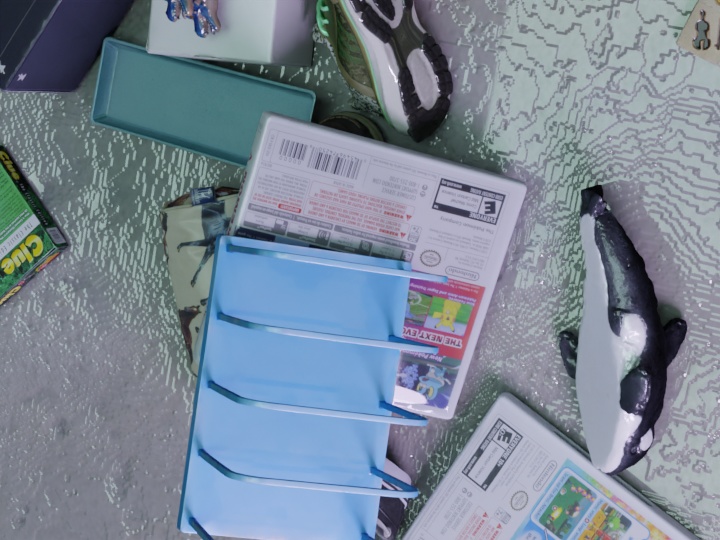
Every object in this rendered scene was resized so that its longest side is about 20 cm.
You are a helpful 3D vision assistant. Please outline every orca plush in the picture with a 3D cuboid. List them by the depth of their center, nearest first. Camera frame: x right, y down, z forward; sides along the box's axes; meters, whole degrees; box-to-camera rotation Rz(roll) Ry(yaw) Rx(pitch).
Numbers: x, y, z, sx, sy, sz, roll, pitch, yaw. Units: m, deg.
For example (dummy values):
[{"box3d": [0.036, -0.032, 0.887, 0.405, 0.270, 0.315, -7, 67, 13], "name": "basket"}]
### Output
[{"box3d": [0.190, 0.038, 1.122, 0.105, 0.071, 0.202, 162, 98, -67], "name": "orca plush"}]

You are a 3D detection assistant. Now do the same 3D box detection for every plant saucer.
[{"box3d": [-0.120, -0.125, 1.231, 0.199, 0.019, 0.070, 18, 102, 27], "name": "plant saucer"}]

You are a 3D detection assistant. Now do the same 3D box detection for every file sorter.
[{"box3d": [-0.028, 0.086, 1.047, 0.138, 0.123, 0.202, 8, 90, -18], "name": "file sorter"}]

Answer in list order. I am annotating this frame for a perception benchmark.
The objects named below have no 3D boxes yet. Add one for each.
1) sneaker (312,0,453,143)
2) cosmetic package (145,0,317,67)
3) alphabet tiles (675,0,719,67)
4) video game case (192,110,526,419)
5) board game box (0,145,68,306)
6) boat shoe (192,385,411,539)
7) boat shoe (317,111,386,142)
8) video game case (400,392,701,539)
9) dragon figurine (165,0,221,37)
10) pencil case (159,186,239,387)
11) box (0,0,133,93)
[{"box3d": [-0.008, -0.178, 1.128, 0.088, 0.077, 0.201, 7, 133, 36], "name": "sneaker"}, {"box3d": [-0.087, -0.254, 1.178, 0.107, 0.085, 0.202, 10, 100, 20], "name": "cosmetic package"}, {"box3d": [0.320, -0.151, 1.066, 0.199, 0.008, 0.168, 31, 106, 17], "name": "alphabet tiles"}, {"box3d": [0.000, 0.000, 1.129, 0.199, 0.023, 0.184, 14, 102, -19], "name": "video game case"}, {"box3d": [-0.341, -0.003, 1.341, 0.200, 0.023, 0.105, -38, 79, 22], "name": "board game box"}, {"box3d": [-0.045, 0.146, 1.150, 0.073, 0.199, 0.069, -13, 51, 40], "name": "boat shoe"}, {"box3d": [-0.014, -0.015, 1.179, 0.074, 0.073, 0.202, -8, 92, 23], "name": "boat shoe"}, {"box3d": [0.123, 0.222, 1.176, 0.182, 0.024, 0.201, 37, 107, 14], "name": "video game case"}, {"box3d": [-0.086, -0.260, 1.101, 0.099, 0.059, 0.202, 7, 99, 15], "name": "dragon figurine"}, {"box3d": [-0.094, 0.035, 1.215, 0.089, 0.078, 0.202, -12, 91, 36], "name": "pencil case"}, {"box3d": [-0.258, -0.270, 1.236, 0.182, 0.104, 0.200, 43, 109, 14], "name": "box"}]
